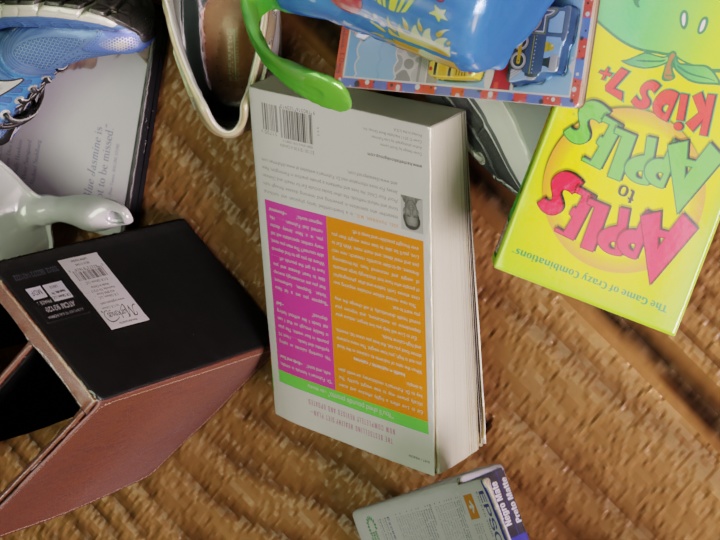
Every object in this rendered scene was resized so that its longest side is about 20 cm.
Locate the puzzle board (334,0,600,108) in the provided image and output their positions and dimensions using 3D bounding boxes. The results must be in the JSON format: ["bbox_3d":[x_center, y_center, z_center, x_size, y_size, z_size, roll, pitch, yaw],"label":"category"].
[{"bbox_3d":[0.061,-0.189,1.394,0.150,0.017,0.201,7,88,32],"label":"puzzle board"}]

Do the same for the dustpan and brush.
[{"bbox_3d":[-0.213,-0.033,1.598,0.199,0.057,0.140,14,140,46],"label":"dustpan and brush"}]

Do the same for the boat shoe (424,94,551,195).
[{"bbox_3d":[0.079,-0.085,1.461,0.200,0.072,0.068,50,151,-2],"label":"boat shoe"}]

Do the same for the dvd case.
[{"bbox_3d":[-0.211,-0.112,1.637,0.199,0.018,0.144,17,106,25],"label":"dvd case"}]

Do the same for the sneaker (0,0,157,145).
[{"bbox_3d":[-0.200,-0.124,1.587,0.199,0.079,0.090,-6,109,32],"label":"sneaker"}]

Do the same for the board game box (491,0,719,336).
[{"bbox_3d":[0.150,-0.079,1.389,0.101,0.048,0.201,20,95,-1],"label":"board game box"}]

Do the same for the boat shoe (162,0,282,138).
[{"bbox_3d":[-0.076,-0.172,1.499,0.074,0.068,0.201,-7,112,6],"label":"boat shoe"}]

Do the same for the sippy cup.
[{"bbox_3d":[0.030,-0.166,1.333,0.130,0.139,0.179,31,110,21],"label":"sippy cup"}]

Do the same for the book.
[{"bbox_3d":[0.000,0.000,1.495,0.133,0.048,0.201,15,118,37],"label":"book"}]

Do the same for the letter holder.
[{"bbox_3d":[-0.164,0.064,1.535,0.101,0.200,0.142,50,117,13],"label":"letter holder"}]

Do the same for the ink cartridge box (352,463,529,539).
[{"bbox_3d":[0.078,0.207,1.458,0.200,0.040,0.201,-25,84,67],"label":"ink cartridge box"}]
